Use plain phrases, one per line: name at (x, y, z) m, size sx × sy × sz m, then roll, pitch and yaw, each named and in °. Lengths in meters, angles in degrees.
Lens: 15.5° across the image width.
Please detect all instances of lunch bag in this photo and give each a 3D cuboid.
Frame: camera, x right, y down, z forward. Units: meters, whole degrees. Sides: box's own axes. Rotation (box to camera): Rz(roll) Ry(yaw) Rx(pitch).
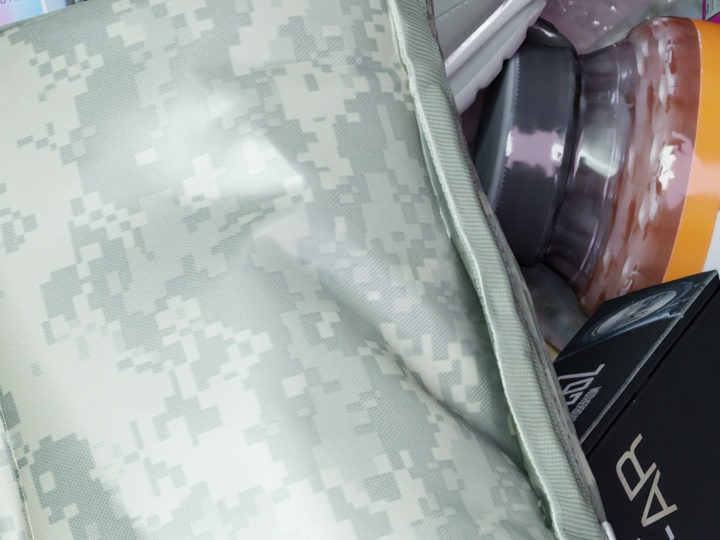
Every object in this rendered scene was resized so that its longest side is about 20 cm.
lunch bag at (-0.035, 0.033, 0.626) m, size 0.168 × 0.139 × 0.200 m, roll -26°, pitch 67°, yaw 24°

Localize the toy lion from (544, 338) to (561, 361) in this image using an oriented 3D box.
toy lion at (0.000, 0.000, 0.807) m, size 0.069 × 0.192 × 0.200 m, roll -44°, pitch 92°, yaw -3°

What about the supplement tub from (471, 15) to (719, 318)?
supplement tub at (0.137, -0.022, 0.854) m, size 0.200 × 0.107 × 0.107 m, roll 9°, pitch 88°, yaw -6°

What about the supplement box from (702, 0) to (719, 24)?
supplement box at (0.171, -0.129, 0.816) m, size 0.101 × 0.200 × 0.103 m, roll 2°, pitch 90°, yaw -2°

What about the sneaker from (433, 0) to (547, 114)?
sneaker at (0.043, -0.130, 0.800) m, size 0.075 × 0.082 × 0.200 m, roll 40°, pitch 97°, yaw 42°

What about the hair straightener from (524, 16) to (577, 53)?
hair straightener at (-0.018, -0.110, 0.884) m, size 0.200 × 0.041 × 0.077 m, roll 22°, pitch 87°, yaw -2°

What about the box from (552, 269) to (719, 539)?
box at (0.097, 0.123, 0.748) m, size 0.044 × 0.160 × 0.200 m, roll -18°, pitch 106°, yaw 36°

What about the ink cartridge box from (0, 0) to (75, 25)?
ink cartridge box at (-0.094, 0.031, 0.800) m, size 0.076 × 0.136 × 0.200 m, roll -14°, pitch 69°, yaw -2°
